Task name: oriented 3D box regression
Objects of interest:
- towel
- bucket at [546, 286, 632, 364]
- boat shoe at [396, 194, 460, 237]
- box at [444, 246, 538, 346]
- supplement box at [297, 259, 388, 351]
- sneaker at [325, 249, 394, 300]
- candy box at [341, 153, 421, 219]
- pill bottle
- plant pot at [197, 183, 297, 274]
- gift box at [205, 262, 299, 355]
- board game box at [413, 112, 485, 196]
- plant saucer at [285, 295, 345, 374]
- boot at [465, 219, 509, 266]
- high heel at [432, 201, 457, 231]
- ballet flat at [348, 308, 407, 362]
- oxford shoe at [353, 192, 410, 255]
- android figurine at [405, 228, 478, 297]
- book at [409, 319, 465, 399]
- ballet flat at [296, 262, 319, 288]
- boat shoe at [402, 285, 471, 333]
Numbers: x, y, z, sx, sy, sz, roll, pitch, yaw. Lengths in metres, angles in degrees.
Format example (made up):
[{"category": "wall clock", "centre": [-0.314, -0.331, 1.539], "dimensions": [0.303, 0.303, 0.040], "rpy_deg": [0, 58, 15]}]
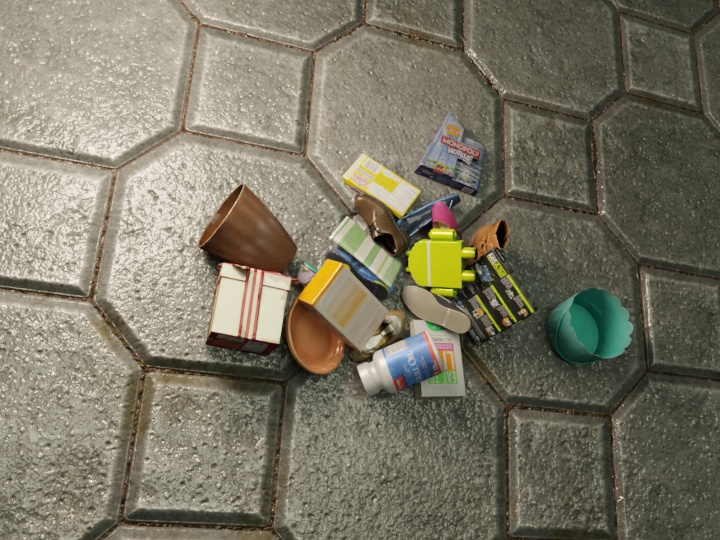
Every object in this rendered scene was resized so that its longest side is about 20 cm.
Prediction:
[{"category": "towel", "centre": [0.016, -0.049, 1.700], "dimensions": [0.200, 0.023, 0.153], "rpy_deg": [41, 26, -4]}, {"category": "bucket", "centre": [0.632, 0.160, 1.824], "dimensions": [0.206, 0.135, 0.209], "rpy_deg": [5, 71, -16]}, {"category": "boat shoe", "centre": [0.193, -0.147, 1.813], "dimensions": [0.199, 0.084, 0.069], "rpy_deg": [-27, 91, -7]}, {"category": "box", "centre": [0.335, 0.070, 1.729], "dimensions": [0.201, 0.193, 0.047], "rpy_deg": [56, 28, 5]}, {"category": "supplement box", "centre": [-0.039, 0.085, 1.583], "dimensions": [0.126, 0.073, 0.200], "rpy_deg": [-53, 123, -15]}, {"category": "sneaker", "centre": [0.000, 0.000, 1.709], "dimensions": [0.199, 0.066, 0.079], "rpy_deg": [32, 40, -1]}, {"category": "candy box", "centre": [0.058, -0.231, 1.787], "dimensions": [0.199, 0.026, 0.102], "rpy_deg": [35, 66, 9]}, {"category": "pill bottle", "centre": [0.098, 0.236, 1.614], "dimensions": [0.199, 0.112, 0.113], "rpy_deg": [-24, 81, 1]}, {"category": "plant pot", "centre": [-0.260, -0.077, 1.591], "dimensions": [0.200, 0.187, 0.188], "rpy_deg": [36, 65, -21]}, {"category": "gift box", "centre": [-0.253, 0.082, 1.523], "dimensions": [0.183, 0.200, 0.188], "rpy_deg": [14, 69, -19]}, {"category": "board game box", "centre": [0.274, -0.346, 1.899], "dimensions": [0.199, 0.062, 0.201], "rpy_deg": [19, 70, -12]}, {"category": "plant saucer", "centre": [-0.114, 0.153, 1.589], "dimensions": [0.200, 0.037, 0.202], "rpy_deg": [22, 61, -46]}, {"category": "boot", "centre": [0.351, -0.031, 1.775], "dimensions": [0.076, 0.155, 0.201], "rpy_deg": [17, 69, -18]}, {"category": "high heel", "centre": [0.211, -0.085, 1.750], "dimensions": [0.067, 0.201, 0.096], "rpy_deg": [20, 52, 33]}, {"category": "ballet flat", "centre": [0.057, 0.165, 1.669], "dimensions": [0.200, 0.065, 0.071], "rpy_deg": [-41, 91, -24]}, {"category": "oxford shoe", "centre": [0.048, -0.123, 1.737], "dimensions": [0.200, 0.073, 0.084], "rpy_deg": [48, 39, 3]}, {"category": "android figurine", "centre": [0.211, -0.019, 1.725], "dimensions": [0.041, 0.199, 0.183], "rpy_deg": [-26, 115, -61]}, {"category": "book", "centre": [0.201, 0.232, 1.712], "dimensions": [0.133, 0.048, 0.201], "rpy_deg": [2, 70, -19]}, {"category": "ballet flat", "centre": [-0.077, 0.051, 1.664], "dimensions": [0.199, 0.072, 0.072], "rpy_deg": [29, 67, -17]}, {"category": "boat shoe", "centre": [0.202, 0.101, 1.727], "dimensions": [0.199, 0.063, 0.073], "rpy_deg": [29, 107, 14]}]
